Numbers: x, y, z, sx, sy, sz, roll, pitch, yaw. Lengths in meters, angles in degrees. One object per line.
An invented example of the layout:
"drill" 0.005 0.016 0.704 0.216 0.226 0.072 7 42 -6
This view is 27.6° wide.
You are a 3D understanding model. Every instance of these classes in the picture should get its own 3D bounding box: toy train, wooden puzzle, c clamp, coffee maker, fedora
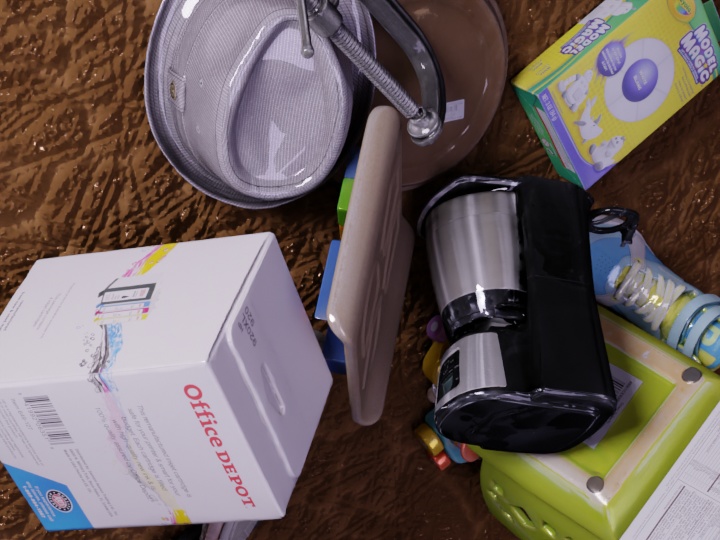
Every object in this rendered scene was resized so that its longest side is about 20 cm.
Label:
"toy train" 0.125 0.098 1.321 0.149 0.056 0.202 -2 113 -30
"wooden puzzle" 0.000 0.000 1.115 0.200 0.046 0.187 76 23 -64
"c clamp" 0.007 -0.157 1.041 0.027 0.172 0.200 -28 138 24
"coffee maker" 0.146 0.035 1.181 0.190 0.201 0.135 -5 153 2
"fedora" -0.063 -0.132 1.056 0.175 0.090 0.202 8 108 -20

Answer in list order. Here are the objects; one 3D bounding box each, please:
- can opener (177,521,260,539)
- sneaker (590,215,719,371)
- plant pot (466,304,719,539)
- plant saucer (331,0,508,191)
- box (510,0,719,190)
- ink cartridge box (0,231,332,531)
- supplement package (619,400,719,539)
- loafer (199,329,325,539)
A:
"can opener" -0.154 0.251 1.223 0.200 0.063 0.079 -38 126 -10
"sneaker" 0.271 0.025 1.326 0.199 0.131 0.080 29 98 -37
"plant pot" 0.220 0.155 1.280 0.200 0.198 0.182 -48 144 -13
"plant saucer" 0.039 -0.152 1.166 0.199 0.029 0.202 -14 119 -26
"box" 0.234 -0.177 1.260 0.200 0.048 0.118 -42 127 -9
"ink cartridge box" -0.144 0.080 1.037 0.198 0.145 0.148 -6 127 22
"supplement package" 0.342 0.235 1.155 0.151 0.199 0.152 -51 137 -11
"loafer" -0.092 0.133 1.196 0.201 0.063 0.072 -67 164 2
